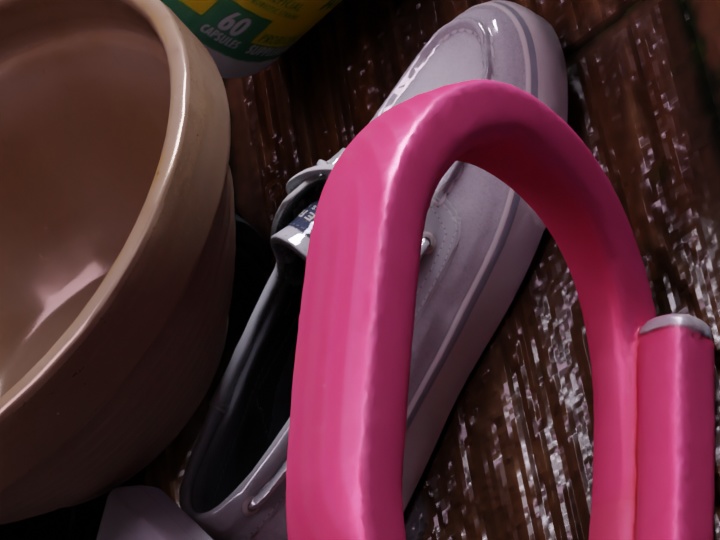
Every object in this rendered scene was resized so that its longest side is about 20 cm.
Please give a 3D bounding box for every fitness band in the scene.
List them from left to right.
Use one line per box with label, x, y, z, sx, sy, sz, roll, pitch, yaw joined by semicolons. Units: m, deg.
fitness band;0.041;0.045;0.738;0.037;0.143;0.201;-18;57;39

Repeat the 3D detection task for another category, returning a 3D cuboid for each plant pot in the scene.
plant pot;-0.108;0.011;0.864;0.200;0.093;0.202;-24;42;24

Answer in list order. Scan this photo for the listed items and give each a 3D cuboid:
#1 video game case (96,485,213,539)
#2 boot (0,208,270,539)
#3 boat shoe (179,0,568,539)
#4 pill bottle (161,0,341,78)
video game case;-0.052;0.193;0.810;0.182;0.024;0.201;36;116;50
boot;-0.130;0.017;1.000;0.199;0.073;0.162;-53;42;2
boat shoe;0.000;0.000;0.868;0.072;0.068;0.201;28;92;51
pill bottle;-0.007;-0.167;0.934;0.200;0.113;0.113;-40;45;26
